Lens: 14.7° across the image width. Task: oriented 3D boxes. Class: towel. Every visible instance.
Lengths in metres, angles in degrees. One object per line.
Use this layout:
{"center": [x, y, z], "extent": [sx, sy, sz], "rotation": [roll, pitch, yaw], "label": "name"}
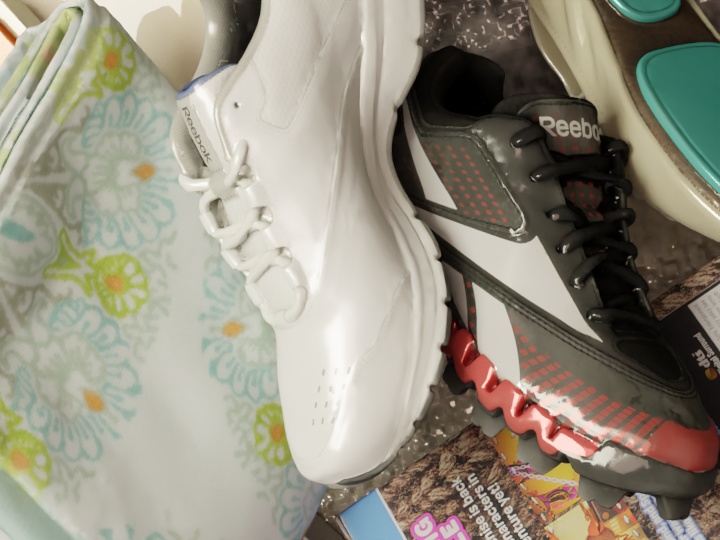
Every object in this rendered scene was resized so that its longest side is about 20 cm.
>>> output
{"center": [-0.079, 0.032, 0.930], "extent": [0.048, 0.171, 0.200], "rotation": [-6, 132, 41], "label": "towel"}

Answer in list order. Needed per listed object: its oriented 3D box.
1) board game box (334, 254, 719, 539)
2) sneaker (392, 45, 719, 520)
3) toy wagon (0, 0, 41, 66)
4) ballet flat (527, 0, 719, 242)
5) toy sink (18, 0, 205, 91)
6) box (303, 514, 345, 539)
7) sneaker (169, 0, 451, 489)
{"center": [0.121, 0.108, 0.980], "extent": [0.200, 0.097, 0.160], "rotation": [-34, 52, 4], "label": "board game box"}
{"center": [0.063, -0.004, 0.953], "extent": [0.201, 0.071, 0.098], "rotation": [50, 116, 35], "label": "sneaker"}
{"center": [-0.157, -0.043, 0.996], "extent": [0.155, 0.040, 0.201], "rotation": [2, 96, 11], "label": "toy wagon"}
{"center": [0.103, -0.070, 1.013], "extent": [0.069, 0.069, 0.200], "rotation": [-32, 61, 10], "label": "ballet flat"}
{"center": [-0.068, -0.130, 1.047], "extent": [0.130, 0.112, 0.201], "rotation": [19, 100, 10], "label": "toy sink"}
{"center": [0.006, 0.146, 1.079], "extent": [0.200, 0.041, 0.039], "rotation": [42, 99, 6], "label": "box"}
{"center": [-0.025, -0.026, 0.930], "extent": [0.074, 0.087, 0.201], "rotation": [-21, 71, 48], "label": "sneaker"}
